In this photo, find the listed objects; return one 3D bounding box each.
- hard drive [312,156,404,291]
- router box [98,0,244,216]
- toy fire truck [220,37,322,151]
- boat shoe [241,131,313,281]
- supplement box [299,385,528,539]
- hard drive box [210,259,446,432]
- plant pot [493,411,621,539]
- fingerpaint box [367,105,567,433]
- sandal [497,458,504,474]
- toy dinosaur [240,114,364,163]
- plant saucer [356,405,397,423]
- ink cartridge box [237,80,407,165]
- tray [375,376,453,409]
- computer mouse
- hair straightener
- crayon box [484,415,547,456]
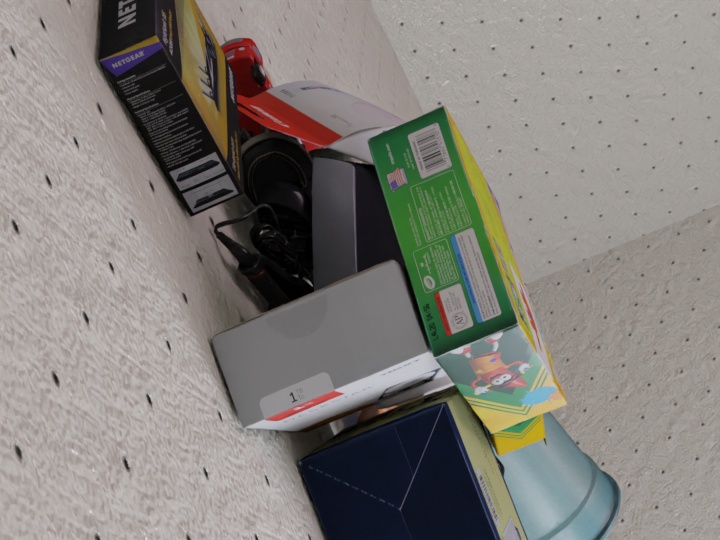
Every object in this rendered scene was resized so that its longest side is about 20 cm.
[{"bbox_3d":[0.000,0.000,1.507,0.135,0.042,0.203,1,87,-66],"label":"hard drive"},{"bbox_3d":[-0.153,-0.165,1.356,0.201,0.052,0.158,-100,165,-54],"label":"router box"},{"bbox_3d":[-0.095,-0.168,1.733,0.142,0.048,0.201,-100,164,-56],"label":"toy fire truck"},{"bbox_3d":[-0.061,-0.055,1.576,0.063,0.072,0.201,61,-2,36],"label":"boat shoe"},{"bbox_3d":[0.059,0.220,1.438,0.200,0.133,0.202,-7,76,-81],"label":"supplement box"},{"bbox_3d":[-0.012,0.065,1.320,0.200,0.154,0.078,27,41,-76],"label":"hard drive box"},{"bbox_3d":[0.189,0.247,2.040,0.197,0.199,0.201,56,13,-23],"label":"plant pot"},{"bbox_3d":[0.083,0.003,1.305,0.167,0.073,0.202,52,19,-59],"label":"fingerpaint box"},{"bbox_3d":[0.097,0.201,1.758,0.048,0.075,0.200,43,1,-18],"label":"sandal"},{"bbox_3d":[-0.035,-0.093,1.650,0.102,0.198,0.078,133,-46,-58],"label":"toy dinosaur"},{"bbox_3d":[0.041,0.219,1.657,0.200,0.037,0.202,-23,91,-82],"label":"plant saucer"},{"bbox_3d":[-0.034,-0.144,1.527,0.199,0.058,0.162,23,7,-36],"label":"ink cartridge box"},{"bbox_3d":[0.045,0.062,1.527,0.200,0.022,0.109,-8,98,-67],"label":"tray"},{"bbox_3d":[-0.054,-0.025,1.537,0.201,0.058,0.034,74,29,-57],"label":"computer mouse"},{"bbox_3d":[-0.074,-0.003,1.465,0.200,0.040,0.078,45,48,-52],"label":"hair straightener"},{"bbox_3d":[0.119,0.085,1.477,0.200,0.051,0.127,66,3,-69],"label":"crayon box"}]
